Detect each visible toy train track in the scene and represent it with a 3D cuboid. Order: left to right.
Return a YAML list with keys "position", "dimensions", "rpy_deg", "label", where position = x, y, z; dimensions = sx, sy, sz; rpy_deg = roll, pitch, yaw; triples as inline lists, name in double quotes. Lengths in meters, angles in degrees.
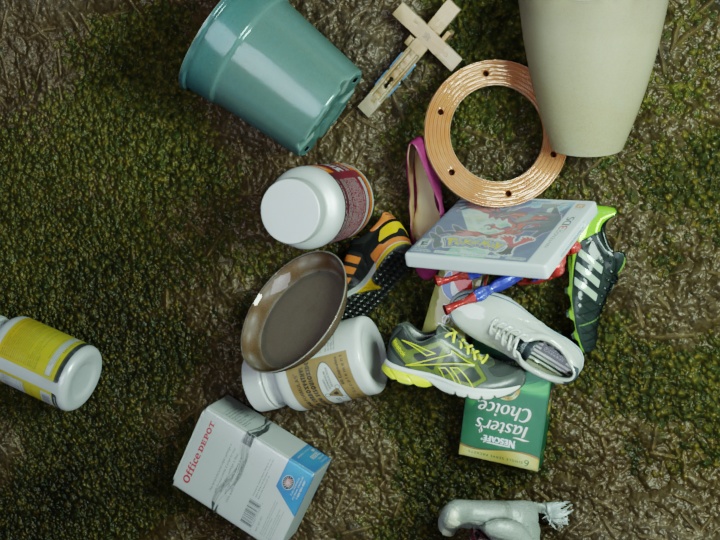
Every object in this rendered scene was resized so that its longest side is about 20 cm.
- position: [0.070, -0.298, 1.413]
  dimensions: [0.115, 0.033, 0.200]
  rpy_deg: [44, 114, 1]
  label: "toy train track"

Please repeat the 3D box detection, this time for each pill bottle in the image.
- position: [-0.531, 0.142, 1.631]
  dimensions: [0.198, 0.112, 0.113]
  rpy_deg: [22, 104, 14]
  label: "pill bottle"
- position: [-0.069, 0.144, 1.475]
  dimensions: [0.198, 0.114, 0.116]
  rpy_deg: [-16, 93, 21]
  label: "pill bottle"
- position: [-0.061, -0.090, 1.393]
  dimensions: [0.112, 0.200, 0.114]
  rpy_deg: [3, 99, 17]
  label: "pill bottle"

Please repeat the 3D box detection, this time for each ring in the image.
- position: [0.184, -0.185, 1.359]
  dimensions: [0.198, 0.019, 0.203]
  rpy_deg: [0, 86, -4]
  label: "ring"

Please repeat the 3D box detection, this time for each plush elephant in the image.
- position: [0.203, 0.404, 1.396]
  dimensions: [0.197, 0.165, 0.157]
  rpy_deg: [0, 72, -5]
  label: "plush elephant"

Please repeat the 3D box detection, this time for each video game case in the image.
- position: [0.184, -0.048, 1.308]
  dimensions: [0.198, 0.182, 0.023]
  rpy_deg: [5, 121, 33]
  label: "video game case"

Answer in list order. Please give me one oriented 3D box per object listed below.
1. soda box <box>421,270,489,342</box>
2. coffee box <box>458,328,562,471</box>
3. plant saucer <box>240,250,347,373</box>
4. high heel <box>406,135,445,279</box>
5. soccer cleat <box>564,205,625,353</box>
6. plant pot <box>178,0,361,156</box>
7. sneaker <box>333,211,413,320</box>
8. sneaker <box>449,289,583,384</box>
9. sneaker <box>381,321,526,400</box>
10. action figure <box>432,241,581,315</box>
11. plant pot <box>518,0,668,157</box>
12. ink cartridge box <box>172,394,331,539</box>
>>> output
- position: [0.135, 0.046, 1.417]
  dimensions: [0.063, 0.068, 0.202]
  rpy_deg: [18, 103, 14]
  label: "soda box"
- position: [0.211, 0.174, 1.422]
  dimensions: [0.122, 0.044, 0.202]
  rpy_deg: [11, 101, 17]
  label: "coffee box"
- position: [-0.089, 0.064, 1.435]
  dimensions: [0.199, 0.201, 0.032]
  rpy_deg: [-36, 127, 20]
  label: "plant saucer"
- position: [0.082, -0.086, 1.398]
  dimensions: [0.067, 0.096, 0.203]
  rpy_deg: [5, 96, 33]
  label: "high heel"
- position: [0.318, 0.012, 1.354]
  dimensions: [0.080, 0.067, 0.203]
  rpy_deg: [-2, 94, 18]
  label: "soccer cleat"
- position: [-0.117, -0.276, 1.400]
  dimensions: [0.196, 0.200, 0.201]
  rpy_deg: [38, 107, 2]
  label: "plant pot"
- position: [0.000, 0.000, 1.467]
  dimensions: [0.200, 0.070, 0.091]
  rpy_deg: [-45, 50, 30]
  label: "sneaker"
- position: [0.209, 0.085, 1.340]
  dimensions: [0.198, 0.071, 0.074]
  rpy_deg: [25, 103, 6]
  label: "sneaker"
- position: [0.127, 0.120, 1.356]
  dimensions: [0.198, 0.074, 0.086]
  rpy_deg: [7, 102, 11]
  label: "sneaker"
- position: [0.194, -0.003, 1.336]
  dimensions: [0.198, 0.099, 0.066]
  rpy_deg: [-19, 95, -2]
  label: "action figure"
- position: [0.293, -0.254, 1.278]
  dimensions: [0.185, 0.187, 0.202]
  rpy_deg: [4, 111, 18]
  label: "plant pot"
- position: [-0.168, 0.309, 1.547]
  dimensions: [0.199, 0.084, 0.146]
  rpy_deg: [29, 106, 12]
  label: "ink cartridge box"
